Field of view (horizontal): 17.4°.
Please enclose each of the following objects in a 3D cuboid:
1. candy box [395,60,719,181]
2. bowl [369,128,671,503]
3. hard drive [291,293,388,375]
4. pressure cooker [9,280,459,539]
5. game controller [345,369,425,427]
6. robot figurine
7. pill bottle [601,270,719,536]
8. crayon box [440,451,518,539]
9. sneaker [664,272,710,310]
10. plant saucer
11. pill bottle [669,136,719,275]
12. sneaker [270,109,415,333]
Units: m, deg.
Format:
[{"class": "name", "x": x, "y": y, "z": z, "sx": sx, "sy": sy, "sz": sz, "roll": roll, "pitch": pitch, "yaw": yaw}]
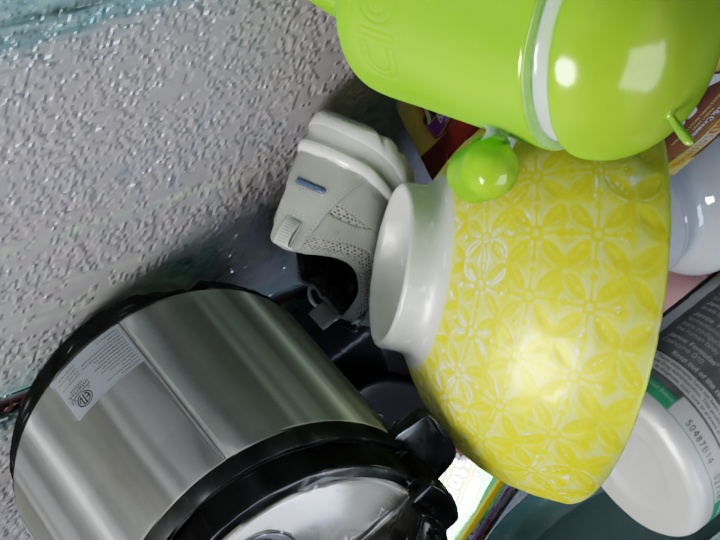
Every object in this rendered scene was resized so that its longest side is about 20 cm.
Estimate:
[{"class": "candy box", "x": 0.130, "y": -0.100, "z": 1.240, "sx": 0.199, "sy": 0.057, "sz": 0.117, "roll": -7, "pitch": 152, "yaw": -44}, {"class": "bowl", "x": 0.065, "y": 0.006, "z": 1.124, "sx": 0.107, "sy": 0.201, "sz": 0.201, "roll": 8, "pitch": 129, "yaw": -12}, {"class": "hard drive", "x": -0.036, "y": 0.101, "z": 1.330, "sx": 0.135, "sy": 0.042, "sz": 0.201, "roll": -38, "pitch": 151, "yaw": -20}, {"class": "pressure cooker", "x": -0.059, "y": 0.124, "z": 1.118, "sx": 0.178, "sy": 0.200, "sz": 0.177, "roll": -2, "pitch": 123, "yaw": -36}, {"class": "game controller", "x": -0.025, "y": 0.139, "z": 1.302, "sx": 0.201, "sy": 0.042, "sz": 0.104, "roll": -57, "pitch": 152, "yaw": 14}, {"class": "robot figurine", "x": 0.070, "y": -0.118, "z": 1.025, "sx": 0.116, "sy": 0.199, "sz": 0.177, "roll": 28, "pitch": 83, "yaw": -61}, {"class": "pill bottle", "x": 0.230, "y": 0.060, "z": 1.417, "sx": 0.200, "sy": 0.113, "sz": 0.113, "roll": -36, "pitch": 151, "yaw": -24}, {"class": "crayon box", "x": 0.063, "y": 0.124, "z": 1.444, "sx": 0.201, "sy": 0.058, "sz": 0.172, "roll": -59, "pitch": 170, "yaw": 17}, {"class": "sneaker", "x": 0.175, "y": 0.075, "z": 1.579, "sx": 0.104, "sy": 0.075, "sz": 0.201, "roll": -25, "pitch": 149, "yaw": -48}, {"class": "plant saucer", "x": 0.165, "y": 0.161, "z": 1.465, "sx": 0.200, "sy": 0.200, "sz": 0.028, "roll": -36, "pitch": 109, "yaw": -25}, {"class": "pill bottle", "x": 0.216, "y": -0.065, "z": 1.420, "sx": 0.199, "sy": 0.112, "sz": 0.112, "roll": -28, "pitch": 147, "yaw": -35}, {"class": "sneaker", "x": 0.000, "y": 0.000, "z": 1.214, "sx": 0.082, "sy": 0.074, "sz": 0.200, "roll": -55, "pitch": 144, "yaw": -15}]
